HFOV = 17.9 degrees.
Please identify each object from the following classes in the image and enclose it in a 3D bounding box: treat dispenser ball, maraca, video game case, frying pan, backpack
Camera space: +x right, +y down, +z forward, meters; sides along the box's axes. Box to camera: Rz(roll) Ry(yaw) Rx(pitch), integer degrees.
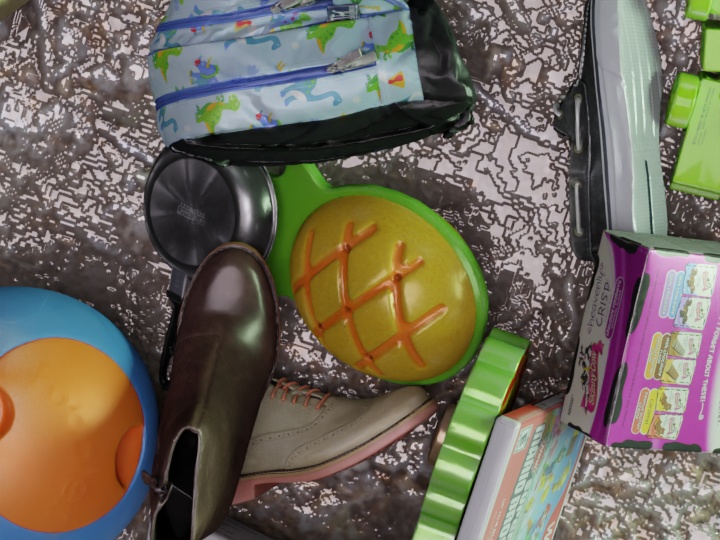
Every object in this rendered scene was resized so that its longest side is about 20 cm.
[{"bbox_3d":[-0.237,0.111,1.558,0.201,0.201,0.201,1,100,5],"label":"treat dispenser ball"},{"bbox_3d":[0.000,0.000,1.569,0.200,0.107,0.137,30,118,20],"label":"maraca"},{"bbox_3d":[0.108,0.153,1.538,0.017,0.200,0.143,21,101,18],"label":"video game case"},{"bbox_3d":[-0.129,-0.016,1.605,0.115,0.031,0.190,49,119,18],"label":"frying pan"},{"bbox_3d":[-0.040,-0.129,1.509,0.200,0.163,0.154,-22,93,0],"label":"backpack"}]

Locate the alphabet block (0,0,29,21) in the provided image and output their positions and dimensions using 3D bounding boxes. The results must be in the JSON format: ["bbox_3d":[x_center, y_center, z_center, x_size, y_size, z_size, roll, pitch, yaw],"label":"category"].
[{"bbox_3d":[-0.350,-0.213,1.517,0.200,0.195,0.196,-34,94,8],"label":"alphabet block"}]

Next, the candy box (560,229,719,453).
[{"bbox_3d":[0.243,0.051,1.530,0.200,0.061,0.137,6,102,-29],"label":"candy box"}]

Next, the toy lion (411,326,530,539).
[{"bbox_3d":[0.066,0.143,1.525,0.069,0.192,0.200,20,72,8],"label":"toy lion"}]

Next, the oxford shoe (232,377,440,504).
[{"bbox_3d":[-0.041,0.108,1.590,0.200,0.071,0.074,-20,92,23],"label":"oxford shoe"}]

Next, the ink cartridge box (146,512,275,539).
[{"bbox_3d":[-0.082,0.274,1.594,0.200,0.044,0.174,20,106,43],"label":"ink cartridge box"}]

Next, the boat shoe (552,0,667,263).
[{"bbox_3d":[0.162,-0.101,1.552,0.071,0.072,0.200,-3,87,32],"label":"boat shoe"}]

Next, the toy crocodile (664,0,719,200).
[{"bbox_3d":[0.248,-0.147,1.548,0.067,0.062,0.200,9,105,3],"label":"toy crocodile"}]

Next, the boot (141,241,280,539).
[{"bbox_3d":[-0.097,0.087,1.500,0.072,0.166,0.200,10,97,-1],"label":"boot"}]
